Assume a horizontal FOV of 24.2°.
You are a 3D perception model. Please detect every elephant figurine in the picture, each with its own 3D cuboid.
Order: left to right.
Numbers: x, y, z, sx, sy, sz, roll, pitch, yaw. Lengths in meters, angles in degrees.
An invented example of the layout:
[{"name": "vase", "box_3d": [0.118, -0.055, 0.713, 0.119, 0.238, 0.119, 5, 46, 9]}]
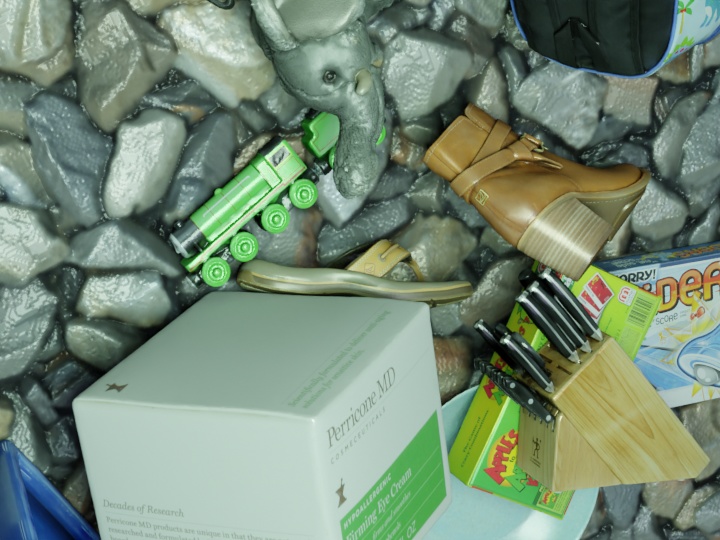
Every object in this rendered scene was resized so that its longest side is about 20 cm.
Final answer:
[{"name": "elephant figurine", "box_3d": [-0.024, -0.184, 1.194, 0.201, 0.154, 0.142, -55, 141, -10]}]

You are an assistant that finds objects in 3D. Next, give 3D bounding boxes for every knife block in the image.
[{"name": "knife block", "box_3d": [0.183, 0.078, 1.314, 0.198, 0.064, 0.178, -2, 105, -23]}]

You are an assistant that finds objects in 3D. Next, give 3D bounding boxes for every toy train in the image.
[{"name": "toy train", "box_3d": [-0.064, -0.066, 1.272, 0.200, 0.042, 0.057, -42, 107, -7]}]

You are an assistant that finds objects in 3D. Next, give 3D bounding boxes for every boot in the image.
[{"name": "boot", "box_3d": [0.140, -0.075, 1.333, 0.155, 0.200, 0.077, 36, 126, 8]}]

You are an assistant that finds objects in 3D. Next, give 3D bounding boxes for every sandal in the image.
[{"name": "sandal", "box_3d": [0.000, 0.000, 1.308, 0.198, 0.080, 0.055, 7, 81, -21]}]

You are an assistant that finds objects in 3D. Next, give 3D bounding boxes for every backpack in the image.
[{"name": "backpack", "box_3d": [0.201, -0.256, 1.253, 0.146, 0.182, 0.202, -30, 127, -35]}]

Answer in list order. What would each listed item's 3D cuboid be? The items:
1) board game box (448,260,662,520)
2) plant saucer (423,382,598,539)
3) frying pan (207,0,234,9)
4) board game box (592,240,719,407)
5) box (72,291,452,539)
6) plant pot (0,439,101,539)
[{"name": "board game box", "box_3d": [0.157, 0.092, 1.369, 0.101, 0.048, 0.202, 22, 94, -27]}, {"name": "plant saucer", "box_3d": [0.109, 0.182, 1.423, 0.199, 0.039, 0.203, -7, 108, -22]}, {"name": "frying pan", "box_3d": [-0.165, -0.260, 1.173, 0.188, 0.031, 0.116, 9, 102, -29]}, {"name": "board game box", "box_3d": [0.277, 0.049, 1.458, 0.198, 0.034, 0.137, -10, 109, -21]}, {"name": "box", "box_3d": [-0.063, 0.131, 1.202, 0.199, 0.198, 0.173, -41, 127, -56]}, {"name": "plant pot", "box_3d": [-0.255, 0.280, 1.210, 0.179, 0.200, 0.201, -38, 117, -1]}]
